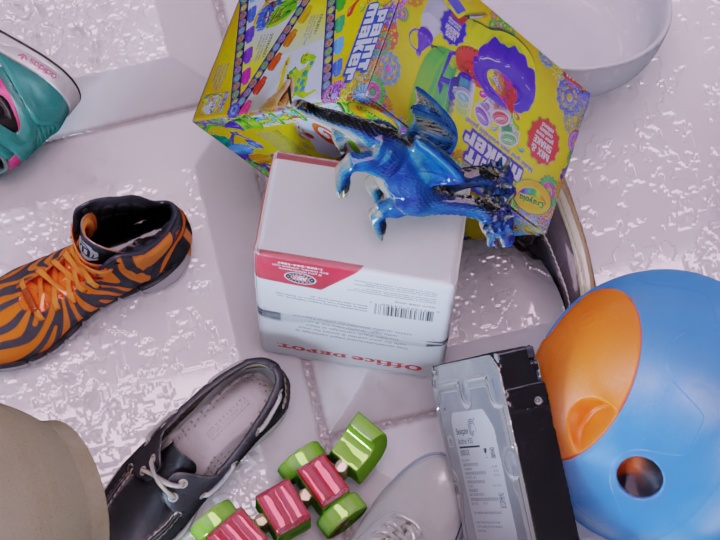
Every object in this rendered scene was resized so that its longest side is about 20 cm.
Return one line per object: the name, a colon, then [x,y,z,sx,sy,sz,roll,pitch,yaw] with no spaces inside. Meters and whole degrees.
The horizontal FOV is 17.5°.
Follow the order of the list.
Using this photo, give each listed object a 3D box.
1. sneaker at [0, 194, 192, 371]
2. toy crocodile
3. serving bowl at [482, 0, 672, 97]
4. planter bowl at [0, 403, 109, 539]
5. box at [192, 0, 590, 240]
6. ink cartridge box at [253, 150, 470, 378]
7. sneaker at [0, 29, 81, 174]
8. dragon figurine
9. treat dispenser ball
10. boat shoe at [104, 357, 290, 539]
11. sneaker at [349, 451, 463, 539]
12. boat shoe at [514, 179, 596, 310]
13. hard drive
sneaker: [-0.220,-0.002,1.748,0.199,0.112,0.078,-32,74,-10]
toy crocodile: [-0.062,0.181,1.716,0.199,0.062,0.068,-35,75,-11]
serving bowl: [0.138,-0.195,1.819,0.198,0.066,0.201,7,43,-6]
planter bowl: [-0.262,0.179,1.662,0.134,0.200,0.202,-11,70,-33]
box: [0.024,-0.118,1.703,0.200,0.192,0.123,35,65,-36]
ink cartridge box: [0.000,0.000,1.706,0.143,0.200,0.084,9,68,2]
sneaker: [-0.331,-0.136,1.811,0.199,0.084,0.121,27,64,7]
dragon figurine: [0.034,-0.079,1.557,0.099,0.200,0.059,-22,44,19]
treat dispenser ball: [0.216,0.100,1.672,0.199,0.201,0.203,0,72,-1]
boat shoe: [-0.129,0.142,1.729,0.200,0.060,0.074,-41,78,-13]
sneaker: [0.018,0.215,1.700,0.073,0.071,0.201,31,72,9]
boat shoe: [0.131,-0.046,1.792,0.064,0.072,0.201,-17,69,-1]
hard drive: [0.106,0.158,1.660,0.038,0.140,0.202,-11,88,-19]
